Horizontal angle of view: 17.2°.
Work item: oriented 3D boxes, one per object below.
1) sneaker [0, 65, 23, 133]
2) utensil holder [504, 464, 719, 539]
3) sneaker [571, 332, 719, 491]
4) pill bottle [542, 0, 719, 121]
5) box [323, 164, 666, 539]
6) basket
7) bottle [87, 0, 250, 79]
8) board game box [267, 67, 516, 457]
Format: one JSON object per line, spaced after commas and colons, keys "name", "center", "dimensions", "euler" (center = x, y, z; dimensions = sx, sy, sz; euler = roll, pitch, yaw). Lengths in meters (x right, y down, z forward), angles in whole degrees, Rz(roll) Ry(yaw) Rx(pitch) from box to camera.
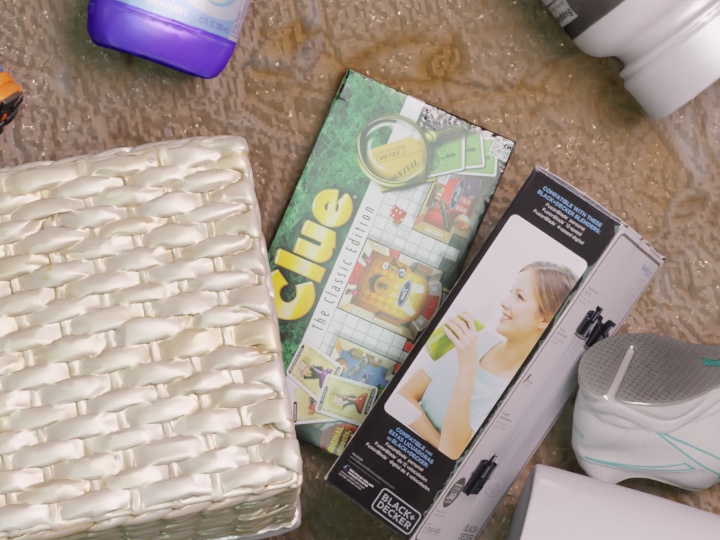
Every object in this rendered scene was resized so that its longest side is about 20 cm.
{"name": "sneaker", "center": [-0.285, -0.069, 1.302], "dimensions": [0.200, 0.075, 0.079], "euler": [-32, 83, -6]}
{"name": "utensil holder", "center": [0.164, 0.206, 1.256], "dimensions": [0.199, 0.170, 0.171], "euler": [17, 92, 3]}
{"name": "sneaker", "center": [0.208, 0.077, 1.303], "dimensions": [0.199, 0.071, 0.080], "euler": [0, 129, -11]}
{"name": "pill bottle", "center": [0.134, -0.187, 1.264], "dimensions": [0.114, 0.114, 0.200], "euler": [-38, 91, 2]}
{"name": "box", "center": [0.075, 0.051, 1.270], "dimensions": [0.060, 0.117, 0.200], "euler": [35, 94, 20]}
{"name": "basket", "center": [-0.138, 0.046, 1.217], "dimensions": [0.199, 0.161, 0.199], "euler": [-9, 79, -5]}
{"name": "bottle", "center": [-0.083, -0.208, 1.287], "dimensions": [0.083, 0.065, 0.201], "euler": [18, 92, -18]}
{"name": "board game box", "center": [0.000, 0.000, 1.320], "dimensions": [0.104, 0.023, 0.201], "euler": [23, 92, 2]}
